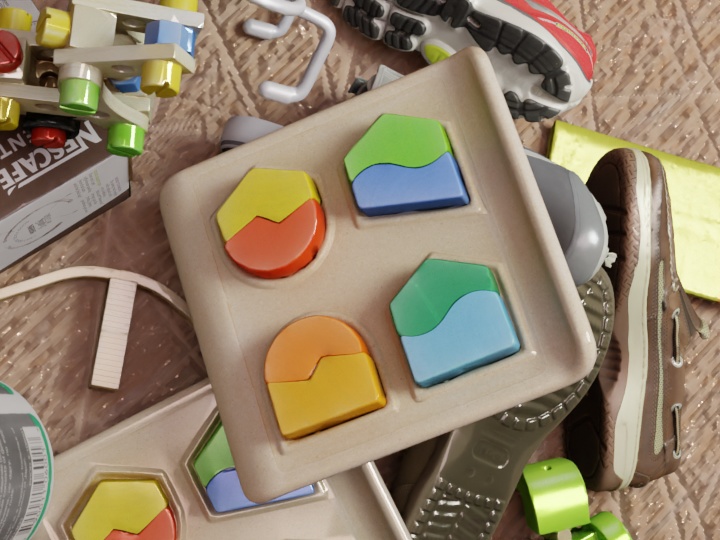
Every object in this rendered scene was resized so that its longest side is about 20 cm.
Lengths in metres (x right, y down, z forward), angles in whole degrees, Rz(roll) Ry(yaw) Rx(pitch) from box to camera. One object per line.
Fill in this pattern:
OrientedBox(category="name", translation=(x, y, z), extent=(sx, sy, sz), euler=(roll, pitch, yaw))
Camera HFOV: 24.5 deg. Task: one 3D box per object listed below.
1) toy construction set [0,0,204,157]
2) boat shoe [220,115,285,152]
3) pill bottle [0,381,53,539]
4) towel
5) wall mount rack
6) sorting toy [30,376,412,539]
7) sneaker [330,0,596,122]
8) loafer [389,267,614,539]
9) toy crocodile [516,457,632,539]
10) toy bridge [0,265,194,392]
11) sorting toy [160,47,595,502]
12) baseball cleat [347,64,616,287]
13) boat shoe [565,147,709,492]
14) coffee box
OrientedBox(category="toy construction set", translation=(-0.174, -0.110, 0.786), extent=(0.199, 0.131, 0.093), euler=(19, 77, -2))
OrientedBox(category="boat shoe", translation=(-0.001, -0.015, 0.955), extent=(0.200, 0.070, 0.066), euler=(32, 76, -18))
OrientedBox(category="pill bottle", translation=(-0.229, 0.101, 0.795), extent=(0.112, 0.200, 0.114), euler=(-1, 85, 8))
OrientedBox(category="towel", translation=(0.203, -0.027, 1.035), extent=(0.199, 0.018, 0.087), euler=(15, 76, -13))
OrientedBox(category="wall mount rack", translation=(-0.104, -0.162, 0.899), extent=(0.173, 0.200, 0.075), euler=(22, 110, -18))
OrientedBox(category="sorting toy", translation=(-0.076, 0.159, 0.898), extent=(0.199, 0.036, 0.186), euler=(-27, 91, 1))
OrientedBox(category="sneaker", translation=(0.055, -0.164, 0.989), extent=(0.200, 0.077, 0.085), euler=(40, 38, 5))
OrientedBox(category="loafer", translation=(0.070, 0.074, 0.942), extent=(0.076, 0.067, 0.200), euler=(34, 87, -31))
OrientedBox(category="toy crocodile", translation=(0.136, 0.206, 0.971), extent=(0.067, 0.062, 0.201), euler=(-25, 95, -17))
OrientedBox(category="toy bridge", translation=(-0.138, 0.034, 0.929), extent=(0.199, 0.027, 0.068), euler=(11, 80, -13))
OrientedBox(category="sorting toy", translation=(0.000, 0.000, 0.851), extent=(0.199, 0.036, 0.186), euler=(-23, 71, 14))
OrientedBox(category="baseball cleat", translation=(0.051, -0.051, 0.909), extent=(0.106, 0.200, 0.070), euler=(15, 107, -35))
OrientedBox(category="boat shoe", translation=(0.167, 0.028, 0.984), extent=(0.074, 0.075, 0.203), euler=(-1, 103, -22))
OrientedBox(category="coffee box", translation=(-0.232, -0.045, 0.873), extent=(0.199, 0.080, 0.115), euler=(-32, 77, -16))
